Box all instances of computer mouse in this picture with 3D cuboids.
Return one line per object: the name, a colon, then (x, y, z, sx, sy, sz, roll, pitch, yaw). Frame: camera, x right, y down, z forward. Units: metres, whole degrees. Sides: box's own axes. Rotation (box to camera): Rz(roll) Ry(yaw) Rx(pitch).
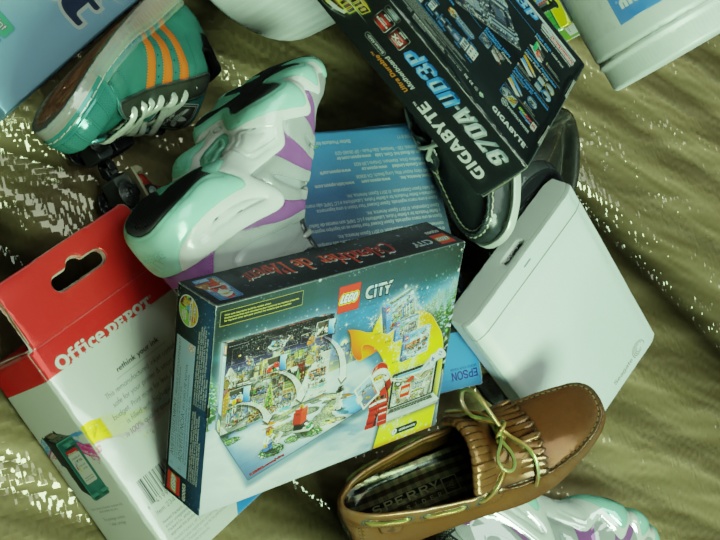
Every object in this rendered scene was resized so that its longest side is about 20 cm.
computer mouse: (0.116, 0.017, 0.998, 0.140, 0.046, 0.200, -45, 133, -21)

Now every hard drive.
hard drive: (0.151, 0.043, 0.991, 0.132, 0.027, 0.200, -52, 135, -14)

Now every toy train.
toy train: (-0.144, -0.037, 0.871, 0.046, 0.034, 0.201, -37, 99, -50)

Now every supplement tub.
supplement tub: (0.196, -0.251, 0.967, 0.132, 0.132, 0.201, -29, 89, -38)

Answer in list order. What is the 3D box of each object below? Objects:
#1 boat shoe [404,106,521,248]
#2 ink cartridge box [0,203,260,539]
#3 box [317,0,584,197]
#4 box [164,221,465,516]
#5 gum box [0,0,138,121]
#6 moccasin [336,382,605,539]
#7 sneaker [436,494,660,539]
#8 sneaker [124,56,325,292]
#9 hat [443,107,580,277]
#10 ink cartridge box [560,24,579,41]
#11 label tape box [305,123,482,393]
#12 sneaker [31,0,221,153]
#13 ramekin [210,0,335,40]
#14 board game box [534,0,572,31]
boat shoe: (0.061, -0.111, 0.942, 0.060, 0.076, 0.201, 4, 62, -39)
ink cartridge box: (-0.144, 0.074, 0.815, 0.116, 0.067, 0.200, -39, 101, -38)
box: (0.059, -0.170, 0.882, 0.200, 0.046, 0.159, 48, 39, -12)
box: (-0.025, 0.055, 0.800, 0.199, 0.038, 0.137, -14, 121, -41)
gum box: (-0.231, -0.216, 0.849, 0.170, 0.044, 0.200, 49, 53, -14)
moccasin: (0.077, 0.129, 0.903, 0.200, 0.078, 0.074, -18, 60, -4)
sneaker: (0.135, 0.235, 0.977, 0.199, 0.078, 0.141, 18, 68, -21)
sneaker: (-0.056, -0.035, 0.842, 0.140, 0.078, 0.200, 54, 51, -25)
hat: (0.129, -0.089, 1.054, 0.200, 0.081, 0.202, 11, 70, -33)
ink cartridge box: (0.243, -0.290, 1.119, 0.076, 0.200, 0.148, 52, 54, -13)
label tape box: (0.000, 0.000, 0.945, 0.143, 0.066, 0.201, -9, 84, -38)
sneaker: (-0.139, -0.119, 0.841, 0.080, 0.071, 0.200, 47, 32, -16)
ramekin: (-0.054, -0.263, 0.931, 0.200, 0.098, 0.201, 30, 48, -39)
board game box: (0.090, -0.268, 1.032, 0.057, 0.165, 0.201, -29, 96, 6)
